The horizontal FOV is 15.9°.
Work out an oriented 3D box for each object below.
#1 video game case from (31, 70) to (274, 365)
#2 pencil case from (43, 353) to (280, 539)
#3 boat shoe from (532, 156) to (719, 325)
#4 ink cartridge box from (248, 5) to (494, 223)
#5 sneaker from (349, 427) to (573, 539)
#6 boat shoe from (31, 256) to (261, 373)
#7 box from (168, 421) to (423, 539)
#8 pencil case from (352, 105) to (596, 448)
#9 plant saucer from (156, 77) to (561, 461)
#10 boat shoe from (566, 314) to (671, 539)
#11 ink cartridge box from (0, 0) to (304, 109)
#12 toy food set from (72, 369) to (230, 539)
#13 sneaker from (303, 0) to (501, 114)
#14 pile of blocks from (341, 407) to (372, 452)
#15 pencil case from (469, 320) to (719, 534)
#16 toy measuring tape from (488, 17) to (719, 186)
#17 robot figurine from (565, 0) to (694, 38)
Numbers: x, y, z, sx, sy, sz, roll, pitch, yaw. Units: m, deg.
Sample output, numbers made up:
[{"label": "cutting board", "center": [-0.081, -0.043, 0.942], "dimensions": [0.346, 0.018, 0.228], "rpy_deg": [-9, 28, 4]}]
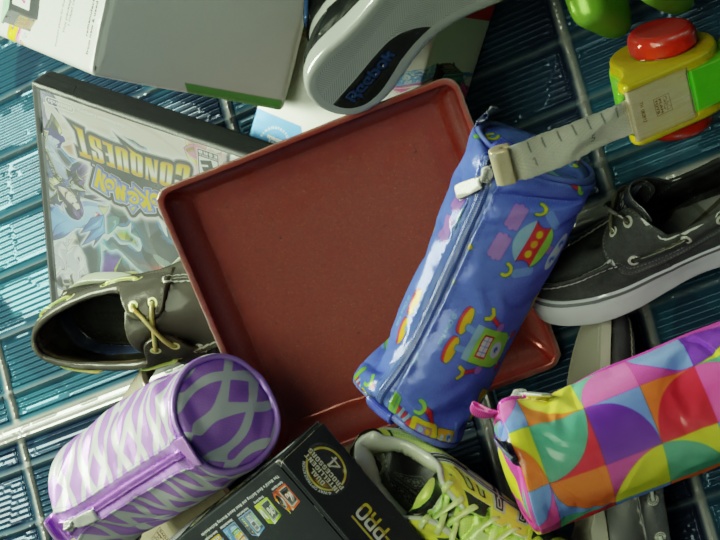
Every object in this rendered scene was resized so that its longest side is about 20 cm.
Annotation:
[{"label": "video game case", "center": [-0.133, -0.024, 1.715], "dimensions": [0.199, 0.025, 0.182], "rpy_deg": [19, 126, 30]}, {"label": "pencil case", "center": [-0.130, 0.117, 1.621], "dimensions": [0.084, 0.085, 0.200], "rpy_deg": [56, 141, 2]}, {"label": "boat shoe", "center": [0.180, -0.028, 1.529], "dimensions": [0.199, 0.066, 0.070], "rpy_deg": [-18, 36, 28]}, {"label": "ink cartridge box", "center": [0.011, -0.142, 1.646], "dimensions": [0.116, 0.067, 0.201], "rpy_deg": [22, 102, 29]}, {"label": "sneaker", "center": [0.065, 0.163, 1.539], "dimensions": [0.199, 0.076, 0.076], "rpy_deg": [32, 88, 32]}, {"label": "boat shoe", "center": [-0.135, 0.033, 1.690], "dimensions": [0.200, 0.061, 0.072], "rpy_deg": [-10, 110, 43]}, {"label": "box", "center": [-0.030, 0.198, 1.584], "dimensions": [0.161, 0.049, 0.200], "rpy_deg": [49, 141, -2]}, {"label": "pencil case", "center": [0.065, 0.007, 1.541], "dimensions": [0.078, 0.087, 0.201], "rpy_deg": [36, 108, 34]}, {"label": "plant saucer", "center": [0.000, 0.000, 1.600], "dimensions": [0.198, 0.037, 0.201], "rpy_deg": [-21, 107, 5]}, {"label": "boat shoe", "center": [0.164, 0.120, 1.572], "dimensions": [0.062, 0.073, 0.202], "rpy_deg": [1, 84, -11]}, {"label": "ink cartridge box", "center": [-0.149, -0.172, 1.661], "dimensions": [0.200, 0.144, 0.085], "rpy_deg": [25, 104, 54]}, {"label": "toy food set", "center": [-0.115, 0.176, 1.738], "dimensions": [0.200, 0.060, 0.144], "rpy_deg": [50, 125, 23]}, {"label": "sneaker", "center": [0.034, -0.193, 1.531], "dimensions": [0.200, 0.073, 0.112], "rpy_deg": [-39, 36, 26]}, {"label": "pile of blocks", "center": [0.038, 0.174, 1.630], "dimensions": [0.082, 0.062, 0.200], "rpy_deg": [-48, 59, 4]}, {"label": "pencil case", "center": [0.170, 0.084, 1.495], "dimensions": [0.199, 0.088, 0.089], "rpy_deg": [-19, 79, -3]}, {"label": "toy measuring tape", "center": [0.150, -0.100, 1.514], "dimensions": [0.074, 0.199, 0.074], "rpy_deg": [51, 155, 36]}, {"label": "robot figurine", "center": [0.140, -0.244, 1.539], "dimensions": [0.175, 0.116, 0.201], "rpy_deg": [-20, 80, 24]}]
